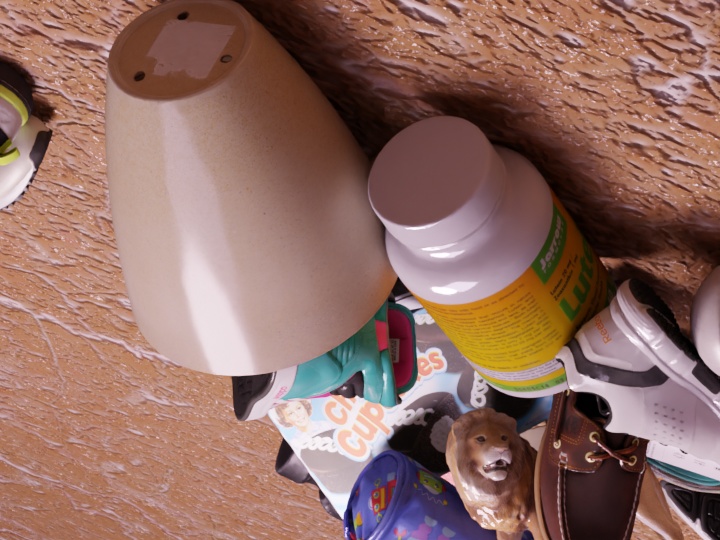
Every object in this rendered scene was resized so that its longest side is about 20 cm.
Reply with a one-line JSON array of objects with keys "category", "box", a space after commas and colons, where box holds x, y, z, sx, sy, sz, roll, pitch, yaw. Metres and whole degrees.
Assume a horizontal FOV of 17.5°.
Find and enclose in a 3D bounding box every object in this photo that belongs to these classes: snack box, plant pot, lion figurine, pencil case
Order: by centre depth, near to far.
[{"category": "plant pot", "box": [-0.084, -0.070, 1.468, 0.187, 0.188, 0.200, 11, 142, 26]}, {"category": "lion figurine", "box": [0.148, 0.158, 1.649, 0.200, 0.123, 0.072, 2, 164, -36]}, {"category": "pencil case", "box": [0.077, 0.208, 1.683, 0.200, 0.078, 0.087, 33, 117, -21]}, {"category": "snack box", "box": [0.039, 0.091, 1.687, 0.200, 0.037, 0.116, -31, 99, 26]}]

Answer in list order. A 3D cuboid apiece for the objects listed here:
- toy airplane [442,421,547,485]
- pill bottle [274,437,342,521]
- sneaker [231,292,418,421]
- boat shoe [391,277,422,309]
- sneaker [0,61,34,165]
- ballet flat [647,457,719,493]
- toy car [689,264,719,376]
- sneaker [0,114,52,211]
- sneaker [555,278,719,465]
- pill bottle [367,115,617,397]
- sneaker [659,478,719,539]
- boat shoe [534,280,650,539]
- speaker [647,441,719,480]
[{"category": "toy airplane", "box": [0.086, 0.143, 1.793, 0.200, 0.141, 0.199, 28, 120, 15]}, {"category": "pill bottle", "box": [0.036, 0.172, 1.953, 0.200, 0.112, 0.112, 26, 157, -9]}, {"category": "sneaker", "box": [-0.022, 0.057, 1.611, 0.120, 0.084, 0.200, -2, 174, -13]}, {"category": "boat shoe", "box": [-0.001, 0.002, 1.651, 0.068, 0.074, 0.199, 30, 156, -27]}, {"category": "sneaker", "box": [-0.329, -0.124, 1.656, 0.200, 0.083, 0.072, 16, 157, 15]}, {"category": "ballet flat", "box": [0.277, 0.139, 1.713, 0.200, 0.068, 0.062, 16, 168, 9]}, {"category": "toy car", "box": [0.298, 0.082, 1.457, 0.175, 0.150, 0.200, 2, 150, 41]}, {"category": "sneaker", "box": [-0.314, -0.093, 1.728, 0.093, 0.070, 0.200, 32, 159, -37]}, {"category": "sneaker", "box": [0.200, 0.083, 1.531, 0.080, 0.074, 0.200, -37, 127, 13]}, {"category": "pill bottle", "box": [0.083, -0.011, 1.496, 0.111, 0.111, 0.200, 7, 153, 33]}, {"category": "sneaker", "box": [0.313, 0.205, 1.829, 0.200, 0.076, 0.092, 28, 162, -10]}, {"category": "boat shoe", "box": [0.160, 0.105, 1.574, 0.070, 0.201, 0.070, 5, 168, -15]}, {"category": "speaker", "box": [0.263, 0.110, 1.645, 0.200, 0.081, 0.081, 17, 157, 11]}]
